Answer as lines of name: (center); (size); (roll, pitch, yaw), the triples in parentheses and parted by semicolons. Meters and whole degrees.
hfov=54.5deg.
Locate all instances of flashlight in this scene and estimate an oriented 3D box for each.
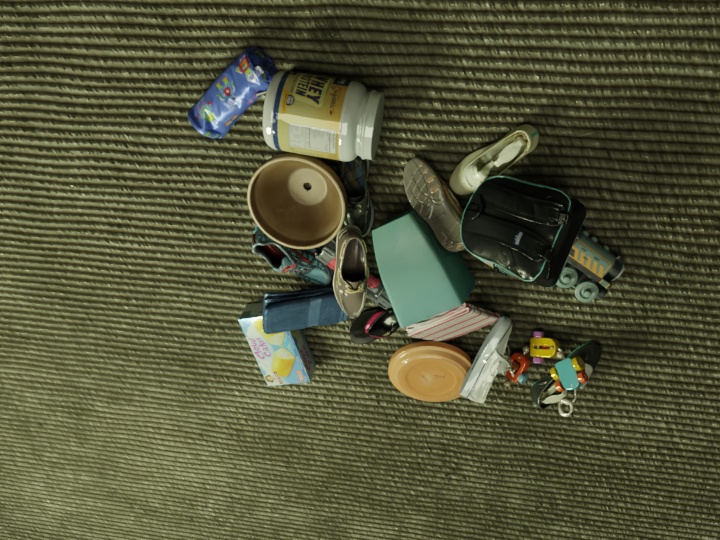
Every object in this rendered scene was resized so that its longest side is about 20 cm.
flashlight: (0.000, 0.000, 1.486); (0.200, 0.068, 0.068); (34, 159, -14)

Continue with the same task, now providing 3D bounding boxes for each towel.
towel: (-0.117, 0.082, 1.520); (0.199, 0.049, 0.112); (-9, 142, -18)
towel: (0.195, 0.107, 1.460); (0.146, 0.200, 0.030); (-24, 70, 25)

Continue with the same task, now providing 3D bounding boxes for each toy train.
toy train: (0.401, 0.217, 1.502); (0.200, 0.055, 0.151); (34, 111, 43)
toy train: (0.417, -0.025, 1.365); (0.200, 0.085, 0.114); (33, 114, -9)

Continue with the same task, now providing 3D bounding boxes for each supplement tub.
supplement tub: (-0.064, -0.278, 1.272); (0.199, 0.145, 0.145); (10, 124, 6)

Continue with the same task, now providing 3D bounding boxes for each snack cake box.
snack cake box: (-0.192, 0.169, 1.632); (0.115, 0.067, 0.201); (-10, 119, 17)

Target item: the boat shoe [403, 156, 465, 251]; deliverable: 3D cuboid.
boat shoe: (0.151, -0.130, 1.361); (0.076, 0.072, 0.200); (-27, 92, 31)

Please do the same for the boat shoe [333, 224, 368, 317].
boat shoe: (-0.017, 0.010, 1.422); (0.072, 0.060, 0.201); (-3, 113, -9)

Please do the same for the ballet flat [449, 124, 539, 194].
ballet flat: (0.242, -0.199, 1.299); (0.069, 0.070, 0.200); (43, 121, -15)

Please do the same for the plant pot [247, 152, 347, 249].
plant pot: (-0.118, -0.151, 1.395); (0.200, 0.093, 0.201); (6, 123, 9)

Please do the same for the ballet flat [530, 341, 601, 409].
ballet flat: (0.454, 0.239, 1.527); (0.068, 0.069, 0.200); (28, 125, -18)

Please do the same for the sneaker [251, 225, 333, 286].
sneaker: (-0.151, -0.016, 1.486); (0.200, 0.096, 0.079); (33, 124, -12)

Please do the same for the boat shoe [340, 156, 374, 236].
boat shoe: (-0.012, -0.149, 1.394); (0.068, 0.057, 0.201); (3, 122, 11)

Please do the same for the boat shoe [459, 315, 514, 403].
boat shoe: (0.295, 0.201, 1.509); (0.086, 0.075, 0.202); (26, 100, 2)

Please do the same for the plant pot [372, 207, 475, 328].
plant pot: (0.116, -0.019, 1.399); (0.141, 0.141, 0.201); (-23, 98, 25)

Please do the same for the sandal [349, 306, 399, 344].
sandal: (0.054, 0.115, 1.554); (0.200, 0.045, 0.075); (-26, 113, 26)

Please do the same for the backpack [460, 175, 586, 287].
backpack: (0.290, -0.076, 1.272); (0.200, 0.153, 0.176); (24, 97, 33)

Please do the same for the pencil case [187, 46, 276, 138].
pencil case: (-0.238, -0.329, 1.318); (0.200, 0.078, 0.087); (-35, 86, 30)

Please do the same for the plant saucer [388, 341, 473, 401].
plant saucer: (0.162, 0.238, 1.593); (0.199, 0.032, 0.201); (4, 134, 5)
